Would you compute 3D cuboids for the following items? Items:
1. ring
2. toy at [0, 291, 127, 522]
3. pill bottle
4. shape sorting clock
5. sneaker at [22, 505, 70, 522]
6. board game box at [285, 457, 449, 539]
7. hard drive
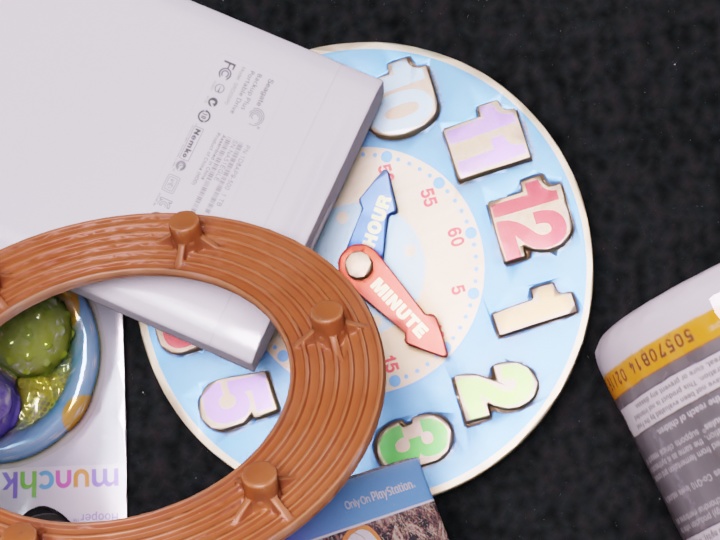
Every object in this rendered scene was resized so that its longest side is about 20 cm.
[{"bbox_3d":[-0.090,0.039,0.692,0.199,0.019,0.201,-4,42,4],"label":"ring"},{"bbox_3d":[-0.162,0.018,0.817,0.114,0.047,0.201,-3,80,6],"label":"toy"},{"bbox_3d":[0.182,0.092,0.739,0.116,0.116,0.201,-25,79,0],"label":"pill bottle"},{"bbox_3d":[0.000,0.000,0.810,0.199,0.039,0.201,-1,80,5],"label":"shape sorting clock"},{"bbox_3d":[-0.189,0.167,0.789,0.199,0.083,0.071,-34,121,12],"label":"sneaker"},{"bbox_3d":[-0.024,0.192,0.709,0.097,0.159,0.201,-33,75,44],"label":"board game box"},{"bbox_3d":[-0.107,-0.057,0.797,0.199,0.027,0.132,23,77,8],"label":"hard drive"}]
